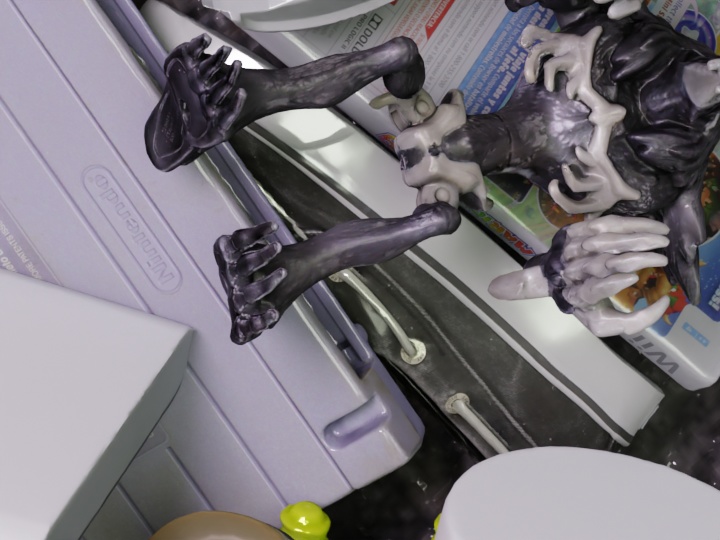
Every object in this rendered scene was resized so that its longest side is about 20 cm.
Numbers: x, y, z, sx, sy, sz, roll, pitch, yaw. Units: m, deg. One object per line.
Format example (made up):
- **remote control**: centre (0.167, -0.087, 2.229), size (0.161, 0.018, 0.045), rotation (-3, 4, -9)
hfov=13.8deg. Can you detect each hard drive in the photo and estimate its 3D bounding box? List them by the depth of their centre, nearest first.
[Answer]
- **hard drive**: centre (-0.159, 0.023, 0.803), size (0.200, 0.132, 0.027), rotation (16, 118, 8)

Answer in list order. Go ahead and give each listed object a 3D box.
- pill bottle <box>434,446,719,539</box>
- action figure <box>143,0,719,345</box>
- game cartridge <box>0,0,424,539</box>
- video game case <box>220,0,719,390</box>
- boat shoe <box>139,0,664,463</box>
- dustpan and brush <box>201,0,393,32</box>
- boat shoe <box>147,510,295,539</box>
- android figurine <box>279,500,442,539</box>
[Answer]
- **pill bottle**: centre (0.049, 0.157, 0.814), size (0.114, 0.114, 0.200), rotation (6, 116, -12)
- **action figure**: centre (0.049, -0.037, 0.820), size (0.200, 0.102, 0.119), rotation (-15, 94, -28)
- **game cartridge**: centre (-0.088, -0.002, 0.866), size (0.130, 0.038, 0.200), rotation (-28, 102, 28)
- **video game case**: centre (0.063, -0.080, 0.902), size (0.200, 0.018, 0.143), rotation (38, 69, -12)
- **boat shoe**: centre (0.000, 0.000, 0.891), size (0.200, 0.071, 0.064), rotation (40, 89, -11)
- **dustpan and brush**: centre (0.027, -0.147, 0.867), size (0.200, 0.057, 0.140), rotation (-14, 82, -17)
- **boat shoe**: centre (-0.045, 0.165, 0.825), size (0.072, 0.066, 0.201), rotation (9, 91, 23)
- **android figurine**: centre (-0.007, 0.158, 0.892), size (0.182, 0.041, 0.200), rotation (2, 116, -11)
